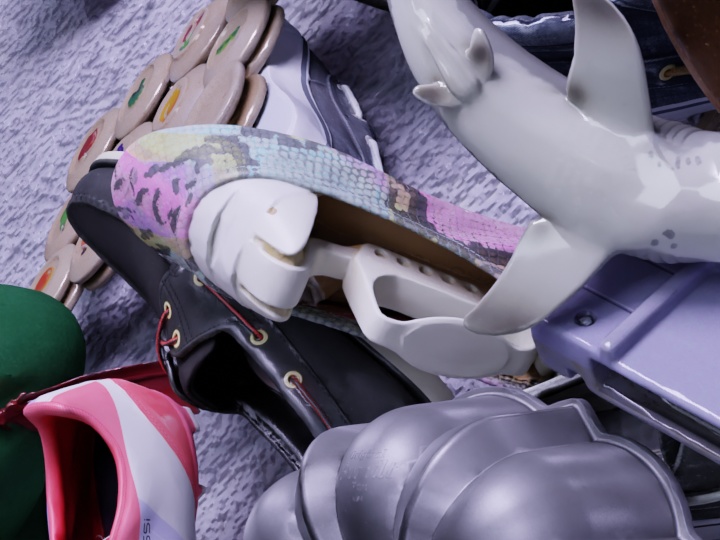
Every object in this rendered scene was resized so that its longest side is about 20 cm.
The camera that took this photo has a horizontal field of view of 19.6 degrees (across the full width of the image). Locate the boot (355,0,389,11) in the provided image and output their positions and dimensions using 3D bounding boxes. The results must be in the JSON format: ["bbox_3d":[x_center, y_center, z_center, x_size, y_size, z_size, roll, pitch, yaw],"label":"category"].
[{"bbox_3d":[0.022,-0.187,0.885,0.200,0.073,0.151,21,96,20],"label":"boot"}]

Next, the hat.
[{"bbox_3d":[-0.147,0.022,0.895,0.176,0.200,0.166,-48,49,28],"label":"hat"}]

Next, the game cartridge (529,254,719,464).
[{"bbox_3d":[0.166,0.021,0.640,0.130,0.038,0.200,-43,47,-20],"label":"game cartridge"}]

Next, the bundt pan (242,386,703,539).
[{"bbox_3d":[0.023,0.136,0.689,0.202,0.076,0.203,-7,79,42],"label":"bundt pan"}]

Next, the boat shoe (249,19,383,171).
[{"bbox_3d":[-0.026,-0.057,0.925,0.072,0.068,0.200,-55,20,10],"label":"boat shoe"}]

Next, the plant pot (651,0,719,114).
[{"bbox_3d":[0.215,-0.137,0.648,0.200,0.187,0.187,-31,32,-25],"label":"plant pot"}]

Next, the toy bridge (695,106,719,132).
[{"bbox_3d":[0.132,-0.094,0.822,0.067,0.027,0.200,-7,59,39],"label":"toy bridge"}]

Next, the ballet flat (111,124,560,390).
[{"bbox_3d":[0.000,0.000,0.771,0.071,0.199,0.069,-75,4,-59],"label":"ballet flat"}]

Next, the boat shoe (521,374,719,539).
[{"bbox_3d":[0.124,0.052,0.701,0.200,0.064,0.071,-22,50,33],"label":"boat shoe"}]

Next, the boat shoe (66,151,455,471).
[{"bbox_3d":[-0.053,0.022,0.839,0.201,0.074,0.063,38,66,25],"label":"boat shoe"}]

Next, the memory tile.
[{"bbox_3d":[-0.096,-0.062,0.974,0.200,0.017,0.154,-41,27,39],"label":"memory tile"}]

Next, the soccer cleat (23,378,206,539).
[{"bbox_3d":[-0.087,0.140,0.804,0.067,0.076,0.201,-20,74,34],"label":"soccer cleat"}]

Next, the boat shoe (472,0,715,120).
[{"bbox_3d":[0.136,-0.104,0.747,0.200,0.091,0.071,-18,63,16],"label":"boat shoe"}]

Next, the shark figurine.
[{"bbox_3d":[0.056,-0.070,0.684,0.128,0.089,0.215,-41,84,22],"label":"shark figurine"}]
